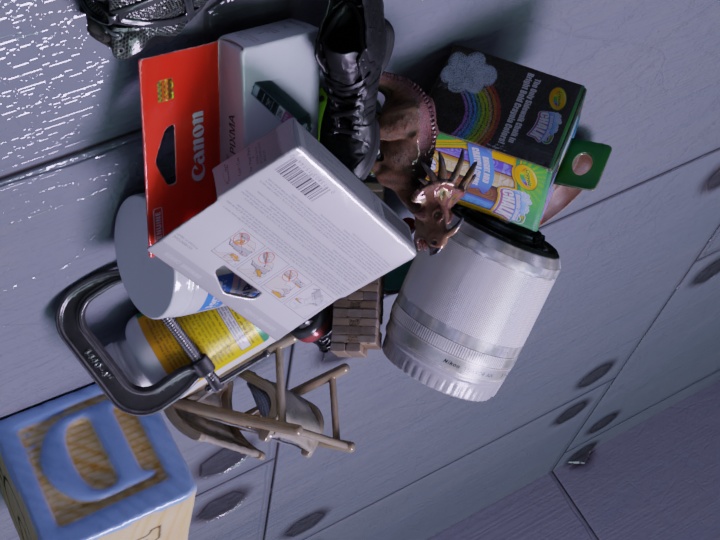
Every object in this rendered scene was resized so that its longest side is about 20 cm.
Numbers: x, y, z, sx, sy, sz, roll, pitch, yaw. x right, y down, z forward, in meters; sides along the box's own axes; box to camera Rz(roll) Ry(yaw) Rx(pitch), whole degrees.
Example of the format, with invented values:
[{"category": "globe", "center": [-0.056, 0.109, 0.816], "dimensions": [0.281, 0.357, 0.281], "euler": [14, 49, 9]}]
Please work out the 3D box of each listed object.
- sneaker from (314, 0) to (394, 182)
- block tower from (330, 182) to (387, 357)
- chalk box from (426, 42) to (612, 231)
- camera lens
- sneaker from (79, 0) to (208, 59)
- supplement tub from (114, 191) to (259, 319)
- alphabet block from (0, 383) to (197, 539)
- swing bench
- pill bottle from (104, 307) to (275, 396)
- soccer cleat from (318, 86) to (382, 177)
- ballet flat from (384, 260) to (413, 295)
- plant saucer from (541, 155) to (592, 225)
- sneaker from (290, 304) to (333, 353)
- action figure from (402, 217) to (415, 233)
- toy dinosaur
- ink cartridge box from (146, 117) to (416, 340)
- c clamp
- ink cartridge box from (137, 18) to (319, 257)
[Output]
[{"category": "sneaker", "center": [-0.013, -0.182, 1.029], "dimensions": [0.104, 0.060, 0.201], "euler": [14, 87, -71]}, {"category": "block tower", "center": [0.000, 0.000, 1.323], "dimensions": [0.054, 0.201, 0.058], "euler": [2, 169, 8]}, {"category": "chalk box", "center": [0.168, -0.137, 1.226], "dimensions": [0.124, 0.199, 0.125], "euler": [92, 22, -61]}, {"category": "camera lens", "center": [0.129, 0.030, 1.314], "dimensions": [0.160, 0.160, 0.200], "euler": [5, 113, -54]}, {"category": "sneaker", "center": [-0.190, -0.216, 0.833], "dimensions": [0.114, 0.076, 0.199], "euler": [-50, 157, 18]}, {"category": "supplement tub", "center": [-0.138, -0.030, 1.170], "dimensions": [0.200, 0.132, 0.132], "euler": [-14, 149, -37]}, {"category": "alphabet block", "center": [-0.336, 0.279, 1.425], "dimensions": [0.196, 0.196, 0.200], "euler": [-19, 151, -25]}, {"category": "swing bench", "center": [-0.135, 0.176, 1.472], "dimensions": [0.199, 0.130, 0.199], "euler": [-10, 161, 18]}, {"category": "pill bottle", "center": [-0.202, 0.080, 1.316], "dimensions": [0.200, 0.113, 0.113], "euler": [-31, 155, -4]}, {"category": "soccer cleat", "center": [0.010, -0.149, 1.217], "dimensions": [0.200, 0.067, 0.081], "euler": [3, 121, -54]}, {"category": "ballet flat", "center": [0.097, -0.013, 1.421], "dimensions": [0.199, 0.068, 0.075], "euler": [-10, -169, -15]}, {"category": "plant saucer", "center": [0.248, -0.119, 1.590], "dimensions": [0.200, 0.035, 0.200], "euler": [-26, 154, -14]}, {"category": "sneaker", "center": [-0.044, 0.059, 1.390], "dimensions": [0.071, 0.098, 0.200], "euler": [-33, -170, 7]}, {"category": "action figure", "center": [-0.015, -0.030, 1.401], "dimensions": [0.200, 0.065, 0.052], "euler": [-22, 110, -25]}, {"category": "toy dinosaur", "center": [0.051, -0.128, 1.121], "dimensions": [0.086, 0.135, 0.201], "euler": [-30, 119, -34]}, {"category": "ink cartridge box", "center": [-0.072, -0.032, 1.059], "dimensions": [0.176, 0.045, 0.200], "euler": [-31, 137, 19]}, {"category": "c clamp", "center": [-0.227, 0.072, 1.239], "dimensions": [0.171, 0.200, 0.027], "euler": [-38, -160, 3]}, {"category": "ink cartridge box", "center": [-0.115, -0.116, 1.032], "dimensions": [0.173, 0.043, 0.201], "euler": [-25, 131, -38]}]
